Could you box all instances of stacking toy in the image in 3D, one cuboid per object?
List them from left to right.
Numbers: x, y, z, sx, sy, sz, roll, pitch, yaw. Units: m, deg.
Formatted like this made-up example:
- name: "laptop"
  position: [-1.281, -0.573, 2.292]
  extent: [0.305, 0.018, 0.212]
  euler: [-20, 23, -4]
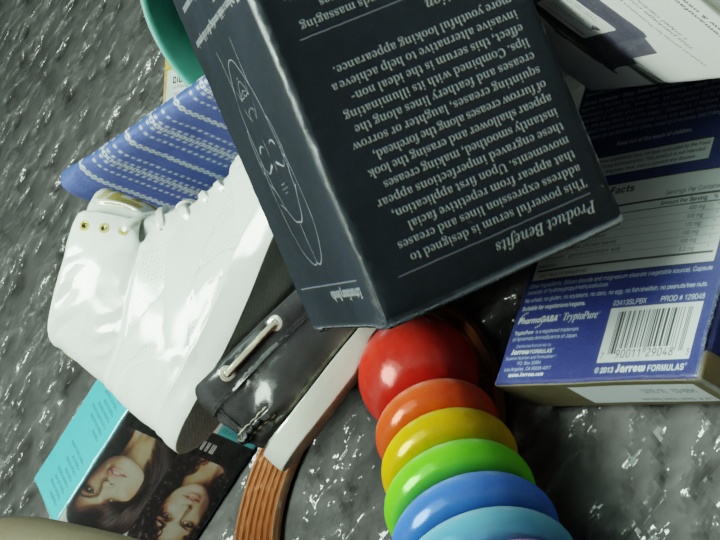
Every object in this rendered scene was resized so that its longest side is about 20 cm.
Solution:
- name: "stacking toy"
  position: [0.043, 0.092, 0.730]
  extent: [0.085, 0.085, 0.200]
  euler: [-47, 34, 24]

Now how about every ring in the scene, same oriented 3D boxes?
- name: "ring"
  position: [-0.005, 0.105, 0.855]
  extent: [0.200, 0.019, 0.201]
  euler: [-35, 41, 38]

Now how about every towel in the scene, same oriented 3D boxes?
- name: "towel"
  position: [-0.047, -0.065, 0.927]
  extent: [0.200, 0.145, 0.024]
  euler: [-28, 54, 42]

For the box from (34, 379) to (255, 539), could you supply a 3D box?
- name: "box"
  position: [-0.087, 0.058, 0.951]
  extent: [0.200, 0.082, 0.049]
  euler: [-57, 32, 10]

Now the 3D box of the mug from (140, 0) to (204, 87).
- name: "mug"
  position: [-0.015, -0.151, 0.955]
  extent: [0.152, 0.185, 0.114]
  euler: [-43, 7, 48]

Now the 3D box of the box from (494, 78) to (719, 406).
- name: "box"
  position: [0.131, -0.040, 0.748]
  extent: [0.121, 0.032, 0.201]
  euler: [-7, 61, 54]

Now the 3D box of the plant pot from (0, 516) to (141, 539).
- name: "plant pot"
  position: [-0.087, 0.200, 0.774]
  extent: [0.200, 0.187, 0.188]
  euler: [-8, 60, 40]

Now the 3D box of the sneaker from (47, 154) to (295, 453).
- name: "sneaker"
  position: [-0.082, -0.025, 0.866]
  extent: [0.115, 0.074, 0.200]
  euler: [34, 100, 19]

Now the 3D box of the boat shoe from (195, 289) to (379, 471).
- name: "boat shoe"
  position: [0.000, 0.000, 0.841]
  extent: [0.200, 0.060, 0.074]
  euler: [-53, -4, -11]

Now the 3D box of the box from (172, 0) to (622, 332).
- name: "box"
  position: [0.002, -0.085, 0.726]
  extent: [0.107, 0.201, 0.148]
  euler: [-23, 3, -12]

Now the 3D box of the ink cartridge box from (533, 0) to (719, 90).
- name: "ink cartridge box"
  position: [0.131, -0.152, 0.679]
  extent: [0.145, 0.084, 0.200]
  euler: [-55, 12, -4]

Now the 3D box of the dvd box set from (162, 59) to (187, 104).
- name: "dvd box set"
  position: [-0.074, -0.171, 1.095]
  extent: [0.146, 0.029, 0.201]
  euler: [1, 88, 55]
